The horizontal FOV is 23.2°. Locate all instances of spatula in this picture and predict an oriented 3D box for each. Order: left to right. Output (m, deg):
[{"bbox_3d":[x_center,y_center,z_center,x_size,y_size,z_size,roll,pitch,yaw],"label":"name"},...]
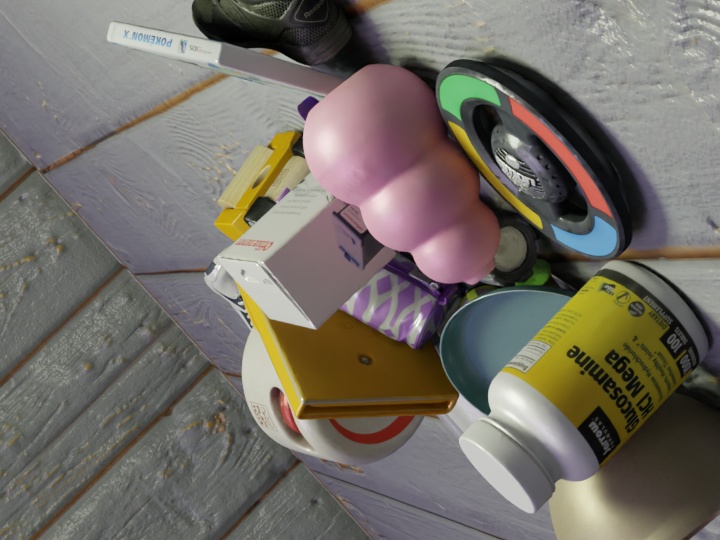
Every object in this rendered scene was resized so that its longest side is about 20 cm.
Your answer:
[{"bbox_3d":[-0.029,-0.140,1.626,0.056,0.021,0.200,40,-173,-4],"label":"spatula"}]

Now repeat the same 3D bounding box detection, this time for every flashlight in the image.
[{"bbox_3d":[0.093,-0.027,1.614,0.068,0.068,0.200,52,165,-18],"label":"flashlight"}]

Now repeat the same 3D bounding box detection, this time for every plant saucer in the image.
[{"bbox_3d":[0.171,0.080,1.583,0.199,0.027,0.201,11,137,11],"label":"plant saucer"}]

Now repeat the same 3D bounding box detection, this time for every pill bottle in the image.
[{"bbox_3d":[0.177,0.096,1.419,0.112,0.200,0.112,43,167,12],"label":"pill bottle"}]

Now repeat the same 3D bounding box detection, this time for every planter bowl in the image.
[{"bbox_3d":[0.239,0.178,1.512,0.135,0.200,0.200,50,168,14],"label":"planter bowl"}]

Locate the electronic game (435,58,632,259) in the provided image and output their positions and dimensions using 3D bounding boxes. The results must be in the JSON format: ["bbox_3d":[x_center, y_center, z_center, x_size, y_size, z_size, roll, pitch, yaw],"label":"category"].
[{"bbox_3d":[0.134,-0.085,1.366,0.200,0.042,0.200,44,167,13],"label":"electronic game"}]

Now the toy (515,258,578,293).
[{"bbox_3d":[0.191,0.068,1.634,0.115,0.047,0.200,34,162,48],"label":"toy"}]

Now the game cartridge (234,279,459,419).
[{"bbox_3d":[-0.017,0.063,1.730,0.200,0.176,0.033,62,140,41],"label":"game cartridge"}]

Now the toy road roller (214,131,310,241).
[{"bbox_3d":[-0.055,-0.060,1.874,0.146,0.123,0.200,38,170,-20],"label":"toy road roller"}]

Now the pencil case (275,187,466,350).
[{"bbox_3d":[0.000,0.000,1.720,0.199,0.084,0.086,28,152,8],"label":"pencil case"}]

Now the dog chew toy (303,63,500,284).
[{"bbox_3d":[0.042,-0.074,1.478,0.200,0.124,0.125,53,167,-1],"label":"dog chew toy"}]

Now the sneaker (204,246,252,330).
[{"bbox_3d":[-0.147,0.046,2.568,0.129,0.079,0.199,39,165,23],"label":"sneaker"}]

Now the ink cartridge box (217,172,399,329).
[{"bbox_3d":[-0.017,-0.045,1.606,0.086,0.200,0.146,49,167,-16],"label":"ink cartridge box"}]

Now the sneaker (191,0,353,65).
[{"bbox_3d":[-0.097,-0.247,1.535,0.199,0.076,0.114,24,153,52],"label":"sneaker"}]

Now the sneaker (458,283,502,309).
[{"bbox_3d":[0.153,0.103,1.700,0.200,0.072,0.083,54,-172,-10],"label":"sneaker"}]

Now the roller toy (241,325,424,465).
[{"bbox_3d":[-0.029,0.108,1.868,0.199,0.183,0.140,16,175,-35],"label":"roller toy"}]

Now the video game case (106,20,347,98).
[{"bbox_3d":[-0.097,-0.181,1.566,0.199,0.022,0.182,12,-176,-41],"label":"video game case"}]

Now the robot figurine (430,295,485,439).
[{"bbox_3d":[0.141,0.121,1.805,0.200,0.113,0.169,49,134,-9],"label":"robot figurine"}]
